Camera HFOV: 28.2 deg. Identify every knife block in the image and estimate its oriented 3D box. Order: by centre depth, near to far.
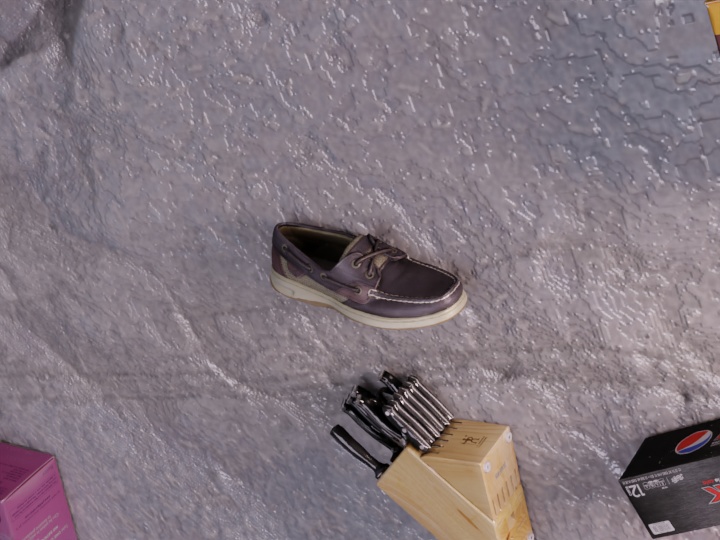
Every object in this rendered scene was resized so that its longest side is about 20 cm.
[{"bbox_3d":[0.061,0.194,1.356,0.175,0.064,0.200,3,120,34],"label":"knife block"}]

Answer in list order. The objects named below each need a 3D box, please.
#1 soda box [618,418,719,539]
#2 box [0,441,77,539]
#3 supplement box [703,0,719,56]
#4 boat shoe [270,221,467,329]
[{"bbox_3d":[0.313,0.155,1.152,0.200,0.071,0.063,-22,103,41],"label":"soda box"},{"bbox_3d":[-0.449,0.315,1.760,0.176,0.097,0.200,10,124,29],"label":"box"},{"bbox_3d":[0.353,-0.115,0.907,0.197,0.133,0.200,-5,115,37],"label":"supplement box"},{"bbox_3d":[0.000,0.000,1.268,0.200,0.072,0.065,14,130,34],"label":"boat shoe"}]
